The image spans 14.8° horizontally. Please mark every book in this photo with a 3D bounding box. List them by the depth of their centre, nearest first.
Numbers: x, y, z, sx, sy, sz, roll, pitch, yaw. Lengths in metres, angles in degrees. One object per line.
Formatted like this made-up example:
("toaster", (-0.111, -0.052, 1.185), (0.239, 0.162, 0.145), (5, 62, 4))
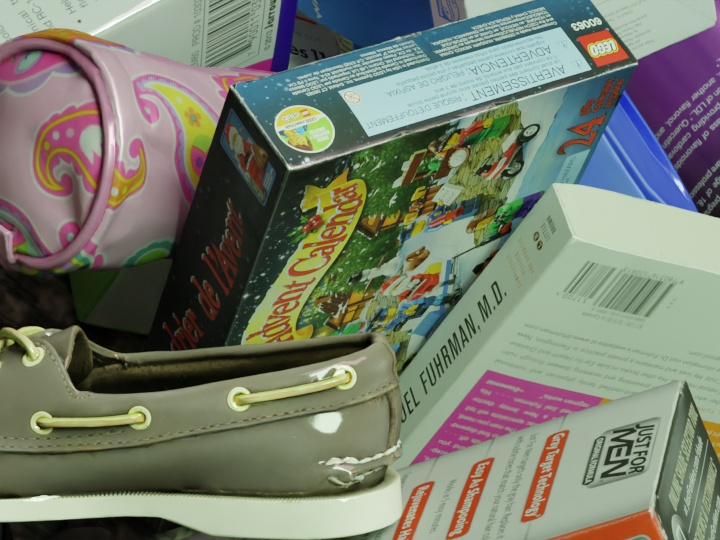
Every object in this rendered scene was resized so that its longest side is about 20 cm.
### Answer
("book", (0.071, 0.057, 0.984), (0.133, 0.200, 0.048), (12, 43, -31))

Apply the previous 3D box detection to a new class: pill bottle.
("pill bottle", (0.178, -0.060, 1.283), (0.112, 0.113, 0.200), (-16, 61, -49))

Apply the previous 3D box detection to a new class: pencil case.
("pencil case", (-0.048, -0.034, 0.953), (0.200, 0.087, 0.088), (4, 46, -53))

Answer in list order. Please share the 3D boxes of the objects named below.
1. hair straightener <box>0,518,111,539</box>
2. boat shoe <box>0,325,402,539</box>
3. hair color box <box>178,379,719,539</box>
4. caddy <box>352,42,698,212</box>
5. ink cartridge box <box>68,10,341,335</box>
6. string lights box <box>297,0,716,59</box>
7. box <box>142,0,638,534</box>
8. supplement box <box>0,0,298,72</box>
("hair straightener", (-0.119, 0.118, 0.888), (0.077, 0.041, 0.200), (25, 41, -17))
("boat shoe", (-0.086, 0.046, 0.860), (0.199, 0.060, 0.072), (2, 11, 6))
("hair color box", (0.015, 0.107, 0.870), (0.061, 0.200, 0.102), (65, 20, -14))
("caddy", (0.068, -0.026, 1.128), (0.200, 0.105, 0.142), (52, 14, -32))
("ink cartridge box", (-0.065, -0.064, 1.117), (0.117, 0.067, 0.200), (12, 43, -31))
("string lights box", (0.035, -0.128, 1.061), (0.103, 0.059, 0.200), (-24, 31, -20))
("box", (0.000, 0.000, 0.930), (0.136, 0.200, 0.038), (-19, 60, -30))
("supplement box", (-0.131, -0.085, 0.987), (0.200, 0.101, 0.103), (-31, 69, -22))
